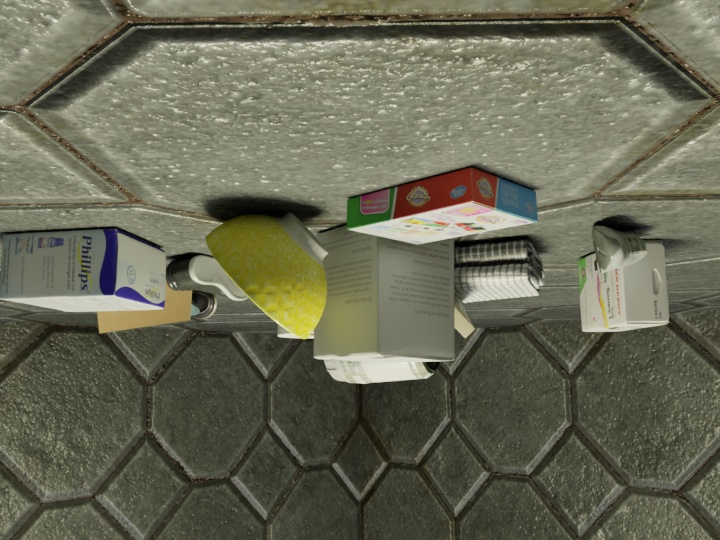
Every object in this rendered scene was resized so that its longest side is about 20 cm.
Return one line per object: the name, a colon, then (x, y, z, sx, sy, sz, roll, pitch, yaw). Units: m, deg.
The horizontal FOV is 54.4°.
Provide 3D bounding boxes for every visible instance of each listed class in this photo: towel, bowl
towel: (0.243, -0.001, 1.277, 0.162, 0.088, 0.199, -6, 168, 22)
bowl: (-0.108, -0.014, 0.978, 0.108, 0.200, 0.200, -44, 166, 3)

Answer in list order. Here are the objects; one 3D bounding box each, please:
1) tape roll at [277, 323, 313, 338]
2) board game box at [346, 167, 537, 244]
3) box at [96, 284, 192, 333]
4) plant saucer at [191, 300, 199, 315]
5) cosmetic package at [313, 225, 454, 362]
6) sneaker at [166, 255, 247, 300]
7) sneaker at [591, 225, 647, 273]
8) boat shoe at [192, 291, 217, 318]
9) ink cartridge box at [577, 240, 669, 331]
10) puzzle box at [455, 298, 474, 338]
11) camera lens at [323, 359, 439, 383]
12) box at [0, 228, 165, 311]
tape roll: (-0.079, 0.069, 1.492, 0.198, 0.142, 0.203, -1, 172, 0)
board game box: (0.103, -0.076, 0.897, 0.197, 0.041, 0.151, -9, 168, 42)
box: (-0.458, 0.067, 1.486, 0.196, 0.022, 0.165, -8, 144, -22)
plant saucer: (-0.488, 0.067, 1.708, 0.196, 0.040, 0.201, 6, 162, 2)
cosmetic package: (0.036, 0.039, 1.092, 0.163, 0.205, 0.163, 8, 169, -38)
sneaker: (-0.300, 0.015, 1.374, 0.097, 0.072, 0.199, -3, 165, 26)
sneaker: (0.414, -0.040, 1.119, 0.079, 0.072, 0.200, -14, 174, 18)
boat shoe: (-0.444, 0.086, 1.798, 0.197, 0.074, 0.062, -2, 176, 42)
ink cartridge box: (0.484, 0.034, 1.307, 0.082, 0.148, 0.200, 0, 171, -5)
puzzle box: (0.142, 0.044, 1.266, 0.025, 0.133, 0.200, -43, -175, 7)
camera lens: (0.044, 0.121, 1.283, 0.196, 0.164, 0.159, -8, 169, 23)
box: (-0.446, 0.004, 1.148, 0.195, 0.107, 0.184, -1, 171, 8)
